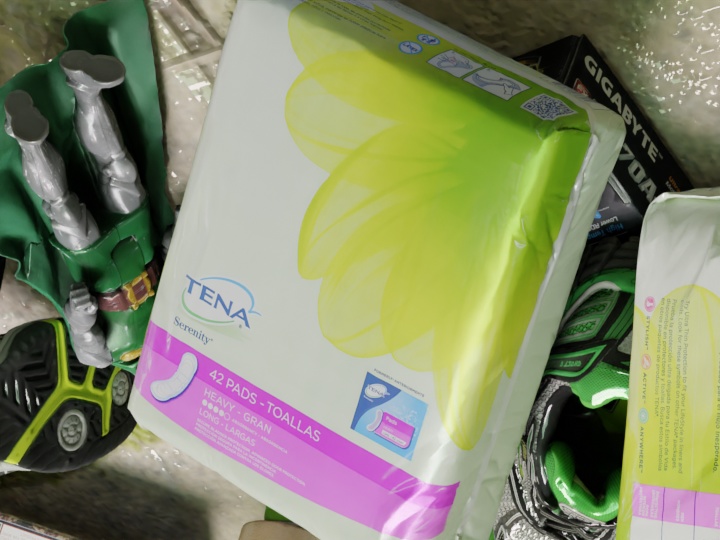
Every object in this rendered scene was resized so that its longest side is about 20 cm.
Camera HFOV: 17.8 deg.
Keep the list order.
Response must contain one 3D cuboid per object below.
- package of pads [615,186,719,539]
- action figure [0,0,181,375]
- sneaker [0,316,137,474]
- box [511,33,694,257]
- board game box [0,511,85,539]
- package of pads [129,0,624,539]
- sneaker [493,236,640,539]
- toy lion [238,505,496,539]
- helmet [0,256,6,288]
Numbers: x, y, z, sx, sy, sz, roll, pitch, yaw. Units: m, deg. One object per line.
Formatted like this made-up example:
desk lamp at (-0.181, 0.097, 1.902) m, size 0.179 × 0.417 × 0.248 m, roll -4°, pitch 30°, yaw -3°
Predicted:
package of pads at (0.151, 0.069, 0.862) m, size 0.068 × 0.154 × 0.202 m, roll 5°, pitch 93°, yaw 27°
action figure at (-0.111, -0.013, 1.013) m, size 0.055 × 0.118 × 0.201 m, roll 39°, pitch 158°, yaw 33°
sneaker at (-0.182, 0.062, 1.062) m, size 0.076 × 0.199 × 0.076 m, roll 5°, pitch 102°, yaw 39°
box at (0.052, -0.001, 0.980) m, size 0.199 × 0.046 × 0.159 m, roll -19°, pitch 122°, yaw 37°
board game box at (-0.186, 0.232, 1.192) m, size 0.158 × 0.202 × 0.097 m, roll 17°, pitch 172°, yaw 9°
package of pads at (0.000, 0.000, 0.890) m, size 0.154 × 0.068 × 0.201 m, roll 29°, pitch 114°, yaw 27°
sneaker at (0.088, 0.079, 0.946) m, size 0.077 × 0.086 × 0.201 m, roll 16°, pitch 138°, yaw 7°
toy lion at (0.043, 0.156, 1.103) m, size 0.190 × 0.069 × 0.200 m, roll 12°, pitch 155°, yaw 7°
helmet at (-0.263, -0.035, 1.000) m, size 0.189 × 0.201 × 0.201 m, roll -4°, pitch 133°, yaw 4°
